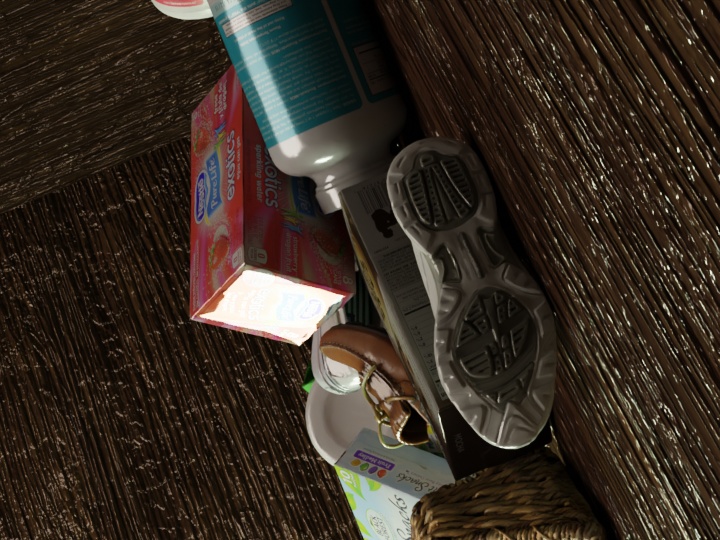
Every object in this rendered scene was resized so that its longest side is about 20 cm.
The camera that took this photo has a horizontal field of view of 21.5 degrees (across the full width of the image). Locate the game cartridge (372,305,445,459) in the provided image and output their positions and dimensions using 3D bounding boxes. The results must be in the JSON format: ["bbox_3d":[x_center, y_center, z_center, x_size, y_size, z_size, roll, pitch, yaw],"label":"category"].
[{"bbox_3d":[0.067,0.111,1.613,0.133,0.040,0.201,-8,114,50],"label":"game cartridge"}]

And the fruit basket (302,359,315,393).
[{"bbox_3d":[0.000,0.057,1.988,0.216,0.155,0.216,57,-176,-5],"label":"fruit basket"}]

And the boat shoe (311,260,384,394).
[{"bbox_3d":[0.000,0.000,1.565,0.067,0.073,0.201,-23,66,55],"label":"boat shoe"}]

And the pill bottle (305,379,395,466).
[{"bbox_3d":[0.033,0.135,1.798,0.110,0.109,0.200,67,-162,12],"label":"pill bottle"}]

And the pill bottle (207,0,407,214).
[{"bbox_3d":[-0.034,-0.147,1.426,0.111,0.110,0.201,-167,55,-86],"label":"pill bottle"}]

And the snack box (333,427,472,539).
[{"bbox_3d":[0.084,0.225,1.625,0.199,0.053,0.143,19,143,35],"label":"snack box"}]

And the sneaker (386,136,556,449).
[{"bbox_3d":[0.078,0.018,1.194,0.099,0.077,0.201,57,-162,-72],"label":"sneaker"}]

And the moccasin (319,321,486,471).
[{"bbox_3d":[0.045,0.105,1.451,0.201,0.078,0.074,33,175,24],"label":"moccasin"}]

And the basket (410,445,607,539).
[{"bbox_3d":[0.120,0.254,1.349,0.149,0.142,0.201,-119,7,-68],"label":"basket"}]

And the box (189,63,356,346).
[{"bbox_3d":[-0.070,-0.056,1.499,0.095,0.102,0.201,-43,41,46],"label":"box"}]

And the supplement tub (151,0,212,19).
[{"bbox_3d":[-0.184,-0.380,2.000,0.141,0.140,0.201,-117,6,-51],"label":"supplement tub"}]

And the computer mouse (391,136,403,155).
[{"bbox_3d":[-0.007,-0.136,1.611,0.200,0.046,0.141,-117,5,-51],"label":"computer mouse"}]

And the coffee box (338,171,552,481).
[{"bbox_3d":[0.061,0.034,1.371,0.113,0.079,0.201,75,172,-58],"label":"coffee box"}]
